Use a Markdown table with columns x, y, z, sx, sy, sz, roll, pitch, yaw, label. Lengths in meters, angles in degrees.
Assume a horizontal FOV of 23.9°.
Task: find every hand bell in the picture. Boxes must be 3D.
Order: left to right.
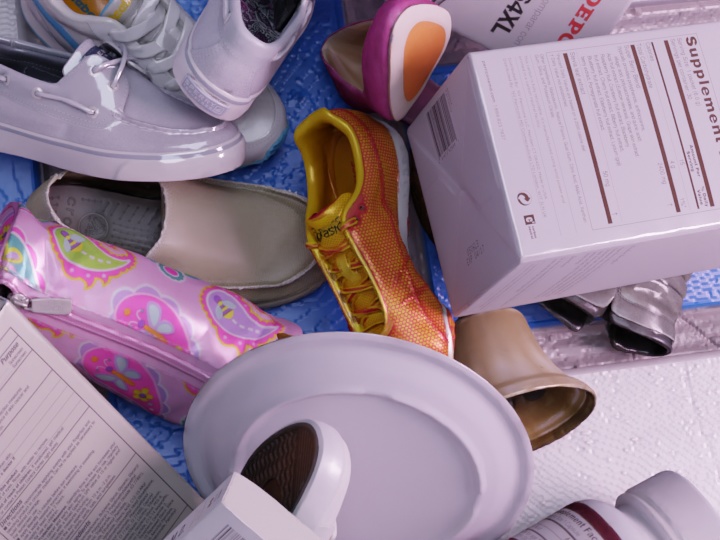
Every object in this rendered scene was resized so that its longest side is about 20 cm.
| x | y | z | sx | sy | sz | roll | pitch | yaw | label |
| --- | --- | --- | --- | --- | --- | --- | --- | --- | --- |
| 0.063 | 0.007 | 1.044 | 0.103 | 0.104 | 0.202 | -13 | 64 | -10 | hand bell |

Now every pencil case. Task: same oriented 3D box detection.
| x | y | z | sx | sy | sz | roll | pitch | yaw | label |
| --- | --- | --- | --- | --- | --- | --- | --- | --- | --- |
| -0.133 | 0.033 | 0.980 | 0.198 | 0.087 | 0.088 | 25 | 72 | -17 | pencil case |

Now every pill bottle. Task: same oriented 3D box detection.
| x | y | z | sx | sy | sz | roll | pitch | yaw | label |
| --- | --- | --- | --- | --- | --- | --- | --- | --- | --- |
| 0.114 | 0.201 | 0.967 | 0.198 | 0.114 | 0.115 | -26 | 78 | -13 | pill bottle |

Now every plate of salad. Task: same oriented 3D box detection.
| x | y | z | sx | sy | sz | roll | pitch | yaw | label |
| --- | --- | --- | --- | --- | --- | --- | --- | --- | --- |
| -0.001 | 0.101 | 0.957 | 0.197 | 0.201 | 0.048 | 11 | 42 | -3 | plate of salad |

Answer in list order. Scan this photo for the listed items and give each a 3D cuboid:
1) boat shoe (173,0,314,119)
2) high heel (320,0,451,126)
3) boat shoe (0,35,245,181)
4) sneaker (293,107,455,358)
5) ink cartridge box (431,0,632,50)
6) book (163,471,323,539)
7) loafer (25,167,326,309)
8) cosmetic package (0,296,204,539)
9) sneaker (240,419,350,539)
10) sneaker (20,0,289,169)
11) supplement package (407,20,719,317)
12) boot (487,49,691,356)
| x | y | z | sx | sy | sz | roll | pitch | yaw | label |
| --- | --- | --- | --- | --- | --- | --- | --- | --- | --- |
| -0.057 | -0.171 | 1.026 | 0.072 | 0.068 | 0.201 | 42 | 35 | -10 | boat shoe |
| 0.004 | -0.135 | 1.006 | 0.095 | 0.200 | 0.068 | 33 | 91 | 11 | high heel |
| -0.162 | -0.104 | 1.013 | 0.198 | 0.069 | 0.072 | 15 | 28 | 18 | boat shoe |
| 0.000 | 0.000 | 1.001 | 0.077 | 0.073 | 0.202 | 6 | 61 | -47 | sneaker |
| 0.077 | -0.220 | 0.992 | 0.198 | 0.147 | 0.085 | 25 | 38 | -10 | ink cartridge box |
| -0.077 | 0.208 | 0.895 | 0.133 | 0.200 | 0.048 | 41 | 32 | -10 | book |
| -0.109 | -0.022 | 1.030 | 0.197 | 0.068 | 0.077 | 3 | 74 | -5 | loafer |
| -0.180 | 0.107 | 0.922 | 0.073 | 0.201 | 0.104 | 18 | 63 | 47 | cosmetic package |
| -0.033 | 0.155 | 0.937 | 0.084 | 0.201 | 0.073 | 11 | 44 | -20 | sneaker |
| -0.131 | -0.136 | 1.055 | 0.199 | 0.081 | 0.077 | 35 | 72 | 3 | sneaker |
| 0.146 | -0.060 | 0.971 | 0.198 | 0.121 | 0.121 | -9 | 76 | -19 | supplement package |
| 0.132 | -0.042 | 1.061 | 0.199 | 0.068 | 0.131 | 32 | 71 | 1 | boot |
